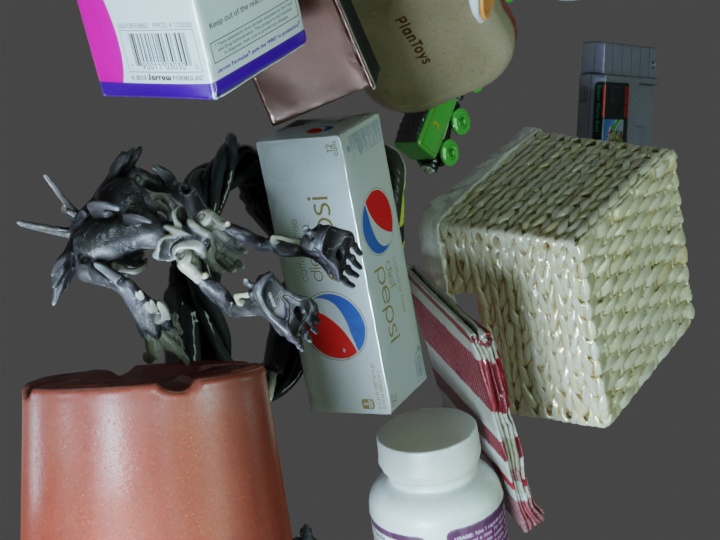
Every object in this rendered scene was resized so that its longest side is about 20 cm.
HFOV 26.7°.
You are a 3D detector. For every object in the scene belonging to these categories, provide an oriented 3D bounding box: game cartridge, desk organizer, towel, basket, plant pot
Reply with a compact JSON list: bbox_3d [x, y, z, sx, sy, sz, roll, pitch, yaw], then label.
[{"bbox_3d":[0.259,-0.128,1.537,0.129,0.038,0.201,-8,102,-58],"label":"game cartridge"},{"bbox_3d":[-0.061,-0.207,1.034,0.072,0.077,0.201,-79,146,-73],"label":"desk organizer"},{"bbox_3d":[0.093,0.104,1.260,0.023,0.144,0.201,-24,120,-12],"label":"towel"},{"bbox_3d":[0.175,0.004,1.332,0.200,0.160,0.199,-39,127,-42],"label":"basket"},{"bbox_3d":[-0.124,0.159,0.923,0.200,0.200,0.197,-6,93,-54],"label":"plant pot"}]

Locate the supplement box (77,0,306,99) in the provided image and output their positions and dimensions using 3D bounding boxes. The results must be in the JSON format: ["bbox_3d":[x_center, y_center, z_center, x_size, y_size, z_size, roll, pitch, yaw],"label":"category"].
[{"bbox_3d":[-0.119,-0.218,0.932,0.103,0.101,0.201,-40,127,-44],"label":"supplement box"}]

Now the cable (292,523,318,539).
[{"bbox_3d":[-0.058,0.303,1.144,0.163,0.051,0.201,-40,127,-44],"label":"cable"}]

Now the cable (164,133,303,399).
[{"bbox_3d":[-0.074,0.004,1.062,0.163,0.051,0.201,-17,108,-52],"label":"cable"}]

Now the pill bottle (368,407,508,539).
[{"bbox_3d":[0.066,0.220,1.252,0.112,0.112,0.201,-31,120,-48],"label":"pill bottle"}]

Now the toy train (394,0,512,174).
[{"bbox_3d":[0.079,-0.176,1.272,0.056,0.042,0.201,35,67,-39],"label":"toy train"}]

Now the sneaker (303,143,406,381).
[{"bbox_3d":[0.000,0.000,1.171,0.076,0.075,0.201,-10,113,-64],"label":"sneaker"}]

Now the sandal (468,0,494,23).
[{"bbox_3d":[0.121,-0.272,1.053,0.079,0.059,0.208,10,95,-77],"label":"sandal"}]

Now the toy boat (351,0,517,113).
[{"bbox_3d":[0.032,-0.225,1.150,0.200,0.130,0.131,51,25,-46],"label":"toy boat"}]

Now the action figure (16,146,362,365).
[{"bbox_3d":[-0.106,-0.003,0.914,0.119,0.199,0.102,-61,151,-29],"label":"action figure"}]

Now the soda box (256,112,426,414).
[{"bbox_3d":[-0.011,-0.004,1.051,0.064,0.068,0.201,-36,120,-57],"label":"soda box"}]
